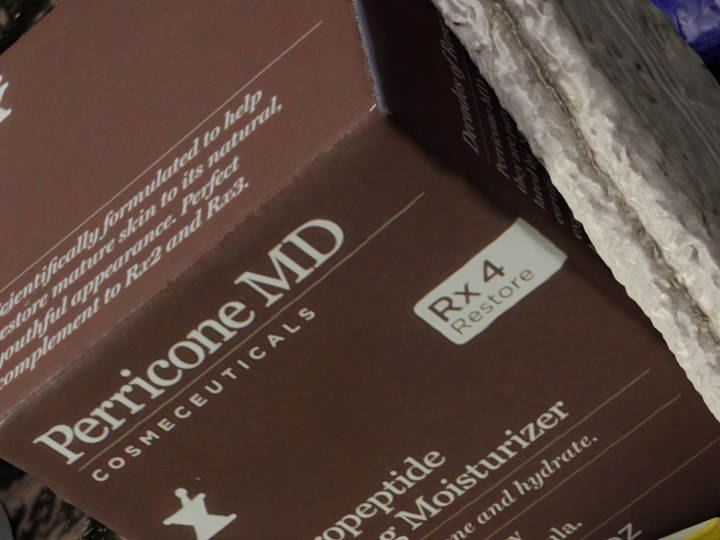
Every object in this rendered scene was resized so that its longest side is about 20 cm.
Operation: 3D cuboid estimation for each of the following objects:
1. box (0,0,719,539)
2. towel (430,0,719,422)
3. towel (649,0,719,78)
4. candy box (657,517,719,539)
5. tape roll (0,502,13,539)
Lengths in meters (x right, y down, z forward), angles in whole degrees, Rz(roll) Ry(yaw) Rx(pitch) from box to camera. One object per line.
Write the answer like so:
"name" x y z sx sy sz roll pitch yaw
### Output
"box" 0.000 0.000 0.891 0.166 0.200 0.165 -38 37 21
"towel" 0.095 -0.017 0.828 0.034 0.132 0.200 -42 61 19
"towel" 0.178 -0.143 0.957 0.199 0.050 0.148 -20 52 9
"candy box" 0.009 0.132 0.784 0.200 0.026 0.102 -29 -6 -28
"tape roll" -0.248 0.123 1.077 0.202 0.139 0.203 -26 42 26
